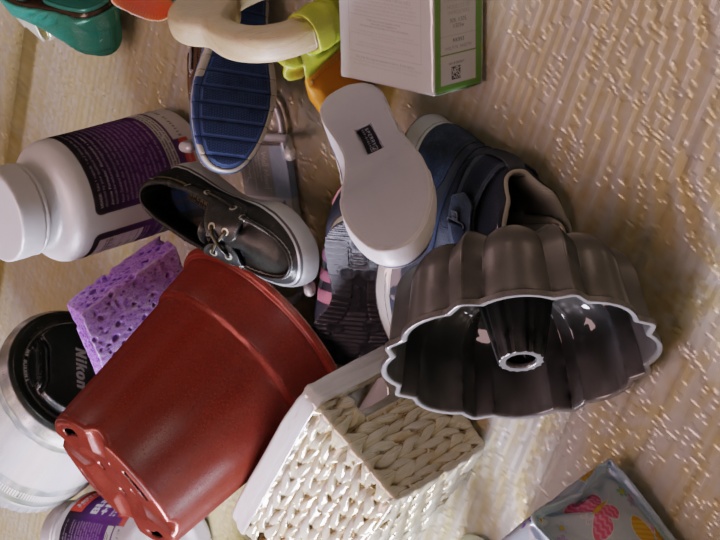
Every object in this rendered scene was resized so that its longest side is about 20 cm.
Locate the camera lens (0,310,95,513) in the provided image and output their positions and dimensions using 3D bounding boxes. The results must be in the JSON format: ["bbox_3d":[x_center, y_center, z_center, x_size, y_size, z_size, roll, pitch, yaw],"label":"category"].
[{"bbox_3d":[-0.326,0.150,1.742,0.161,0.159,0.200,58,139,15],"label":"camera lens"}]

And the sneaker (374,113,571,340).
[{"bbox_3d":[0.086,-0.002,1.267,0.146,0.077,0.204,28,124,42],"label":"sneaker"}]

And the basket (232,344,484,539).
[{"bbox_3d":[-0.001,0.176,1.401,0.124,0.135,0.200,49,136,18],"label":"basket"}]

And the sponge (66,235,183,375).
[{"bbox_3d":[-0.197,0.077,1.554,0.030,0.111,0.201,30,147,40],"label":"sponge"}]

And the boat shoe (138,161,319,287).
[{"bbox_3d":[-0.113,-0.034,1.387,0.199,0.056,0.069,30,127,42],"label":"boat shoe"}]

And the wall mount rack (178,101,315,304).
[{"bbox_3d":[-0.082,-0.055,1.441,0.173,0.074,0.202,7,112,47],"label":"wall mount rack"}]

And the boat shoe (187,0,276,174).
[{"bbox_3d":[-0.112,-0.169,1.405,0.072,0.072,0.202,142,136,-63],"label":"boat shoe"}]

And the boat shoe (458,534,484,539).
[{"bbox_3d":[0.094,0.330,1.405,0.071,0.067,0.202,-1,106,47],"label":"boat shoe"}]

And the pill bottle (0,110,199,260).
[{"bbox_3d":[-0.247,-0.074,1.513,0.111,0.199,0.112,21,121,42],"label":"pill bottle"}]

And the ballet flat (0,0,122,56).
[{"bbox_3d":[-0.301,-0.252,1.624,0.199,0.067,0.071,28,139,42],"label":"ballet flat"}]

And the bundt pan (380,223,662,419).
[{"bbox_3d":[0.111,0.032,1.179,0.202,0.200,0.076,-43,42,48],"label":"bundt pan"}]

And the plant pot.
[{"bbox_3d":[-0.148,0.119,1.443,0.200,0.195,0.201,36,154,21],"label":"plant pot"}]

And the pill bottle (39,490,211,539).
[{"bbox_3d":[-0.257,0.292,1.758,0.199,0.111,0.112,-4,103,49],"label":"pill bottle"}]

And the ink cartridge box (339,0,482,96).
[{"bbox_3d":[0.037,-0.240,1.239,0.103,0.059,0.202,19,119,43],"label":"ink cartridge box"}]

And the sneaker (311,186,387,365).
[{"bbox_3d":[0.000,0.000,1.390,0.070,0.082,0.201,10,141,-1],"label":"sneaker"}]

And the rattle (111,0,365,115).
[{"bbox_3d":[-0.094,-0.181,1.356,0.198,0.131,0.143,-2,146,16],"label":"rattle"}]

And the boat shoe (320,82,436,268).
[{"bbox_3d":[0.016,-0.058,1.222,0.201,0.070,0.070,-112,1,-50],"label":"boat shoe"}]

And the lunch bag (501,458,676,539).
[{"bbox_3d":[0.177,0.275,1.242,0.200,0.127,0.170,52,140,11],"label":"lunch bag"}]
